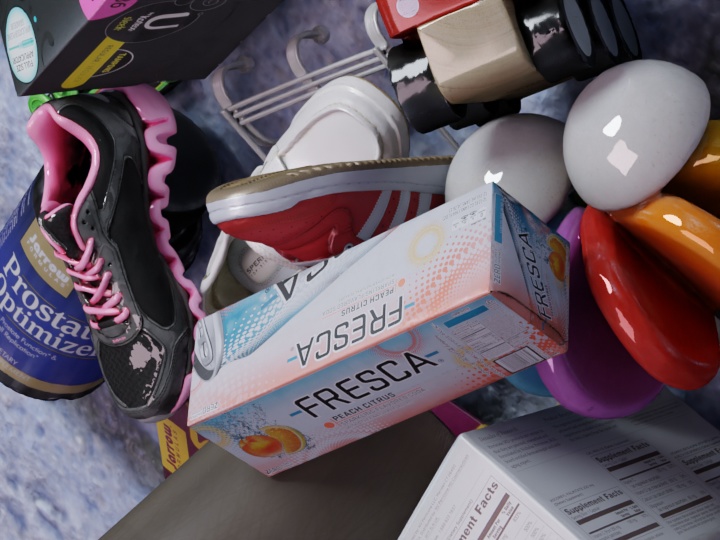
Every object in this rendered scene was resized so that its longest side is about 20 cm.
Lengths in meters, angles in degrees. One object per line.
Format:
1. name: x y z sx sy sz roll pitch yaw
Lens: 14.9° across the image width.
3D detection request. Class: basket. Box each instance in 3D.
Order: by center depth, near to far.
1. basket: -0.043 0.148 1.467 0.180 0.200 0.136 47 164 -28

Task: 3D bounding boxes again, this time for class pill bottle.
1. pill bottle: -0.167 -0.014 1.733 0.112 0.112 0.200 51 135 13

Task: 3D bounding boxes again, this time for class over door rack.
1. over door rack: 0.022 -0.056 1.581 0.147 0.067 0.200 -17 111 46

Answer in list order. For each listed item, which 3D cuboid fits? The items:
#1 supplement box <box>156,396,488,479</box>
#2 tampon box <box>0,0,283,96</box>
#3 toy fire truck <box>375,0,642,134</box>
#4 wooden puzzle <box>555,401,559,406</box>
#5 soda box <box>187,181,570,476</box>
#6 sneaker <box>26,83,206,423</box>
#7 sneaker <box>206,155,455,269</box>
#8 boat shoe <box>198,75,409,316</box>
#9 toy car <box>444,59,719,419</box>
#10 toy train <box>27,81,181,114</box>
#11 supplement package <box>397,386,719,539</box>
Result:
1. supplement box: -0.018 0.116 1.638 0.200 0.103 0.131 33 149 28
2. tampon box: -0.137 -0.220 1.547 0.150 0.126 0.201 -38 65 56
3. toy fire truck: 0.069 -0.187 1.404 0.128 0.176 0.201 -21 88 18
4. wooden puzzle: 0.158 0.184 1.569 0.185 0.046 0.201 33 128 28
5. soda box: 0.008 0.031 1.358 0.199 0.069 0.064 -25 136 33
6. sneaker: -0.148 -0.010 1.578 0.079 0.095 0.201 -15 83 36
7. sneaker: 0.000 0.000 1.426 0.071 0.200 0.113 -3 92 39
8. boat shoe: -0.036 -0.029 1.545 0.071 0.069 0.200 40 138 5
9. toy car: 0.139 0.003 1.396 0.175 0.150 0.200 38 143 -27
10. toy train: -0.139 -0.129 1.708 0.056 0.042 0.200 51 136 -3
11. supplement package: 0.107 0.160 1.441 0.111 0.200 0.156 41 117 24
